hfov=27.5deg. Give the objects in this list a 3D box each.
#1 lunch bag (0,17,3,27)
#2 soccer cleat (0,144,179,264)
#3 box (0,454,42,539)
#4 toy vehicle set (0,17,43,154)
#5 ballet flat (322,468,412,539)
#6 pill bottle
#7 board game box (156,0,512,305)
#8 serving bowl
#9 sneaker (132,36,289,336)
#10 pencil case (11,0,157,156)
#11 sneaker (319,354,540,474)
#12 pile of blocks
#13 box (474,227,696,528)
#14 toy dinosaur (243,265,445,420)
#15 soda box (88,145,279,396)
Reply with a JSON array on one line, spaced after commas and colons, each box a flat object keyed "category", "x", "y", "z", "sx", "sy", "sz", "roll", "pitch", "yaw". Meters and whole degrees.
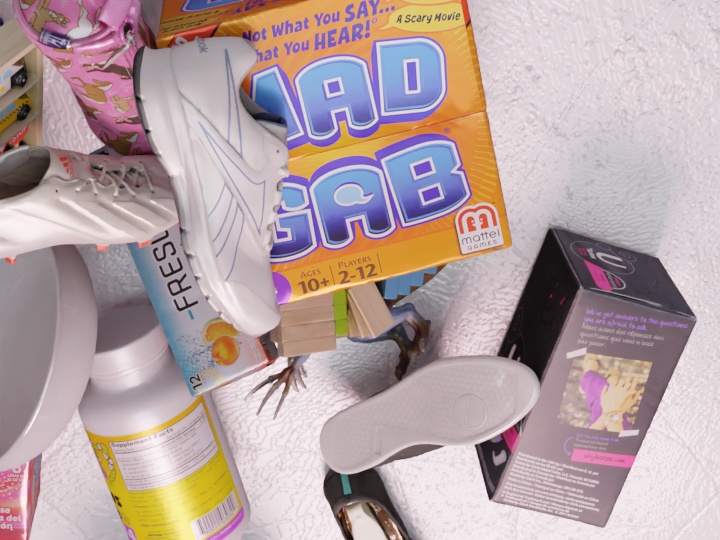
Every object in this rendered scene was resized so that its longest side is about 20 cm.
[{"category": "lunch bag", "x": -0.334, "y": -0.133, "z": 1.017, "sx": 0.131, "sy": 0.200, "sz": 0.137, "roll": 31, "pitch": 111, "yaw": 2}, {"category": "soccer cleat", "x": -0.195, "y": -0.054, "z": 1.014, "sx": 0.198, "sy": 0.069, "sz": 0.078, "roll": -14, "pitch": 135, "yaw": -29}, {"category": "box", "x": -0.362, "y": 0.160, "z": 1.193, "sx": 0.197, "sy": 0.103, "sz": 0.096, "roll": 5, "pitch": 113, "yaw": -6}, {"category": "toy vehicle set", "x": -0.287, "y": -0.067, "z": 0.982, "sx": 0.026, "sy": 0.200, "sz": 0.125, "roll": 32, "pitch": 143, "yaw": 13}, {"category": "ballet flat", "x": 0.021, "y": 0.257, "z": 1.291, "sx": 0.067, "sy": 0.069, "sz": 0.201, "roll": -27, "pitch": 114, "yaw": 7}, {"category": "pill bottle", "x": -0.164, "y": 0.134, "z": 1.190, "sx": 0.103, "sy": 0.104, "sz": 0.202, "roll": -16, "pitch": 114, "yaw": 2}, {"category": "board game box", "x": -0.020, "y": -0.120, "z": 1.045, "sx": 0.197, "sy": 0.200, "sz": 0.202, "roll": -14, "pitch": 114, "yaw": 1}, {"category": "serving bowl", "x": -0.258, "y": 0.057, "z": 1.121, "sx": 0.065, "sy": 0.200, "sz": 0.201, "roll": 14, "pitch": 116, "yaw": -41}, {"category": "sneaker", "x": -0.079, "y": -0.051, "z": 0.923, "sx": 0.086, "sy": 0.075, "sz": 0.202, "roll": -17, "pitch": 114, "yaw": -2}, {"category": "pencil case", "x": -0.170, "y": -0.148, "z": 0.996, "sx": 0.082, "sy": 0.200, "sz": 0.088, "roll": -10, "pitch": 74, "yaw": 1}, {"category": "sneaker", "x": 0.069, "y": 0.109, "z": 1.198, "sx": 0.198, "sy": 0.099, "sz": 0.071, "roll": -23, "pitch": 85, "yaw": 29}, {"category": "pile of blocks", "x": 0.000, "y": 0.000, "z": 1.149, "sx": 0.199, "sy": 0.062, "sz": 0.083, "roll": -34, "pitch": 110, "yaw": -23}, {"category": "box", "x": 0.176, "y": 0.087, "z": 1.199, "sx": 0.105, "sy": 0.123, "sz": 0.202, "roll": 15, "pitch": 111, "yaw": -12}, {"category": "toy dinosaur", "x": -0.038, "y": 0.035, "z": 1.203, "sx": 0.180, "sy": 0.105, "sz": 0.202, "roll": 23, "pitch": 77, "yaw": -5}, {"category": "soda box", "x": -0.132, "y": -0.009, "z": 1.117, "sx": 0.068, "sy": 0.064, "sz": 0.202, "roll": -23, "pitch": 88, "yaw": 5}]
